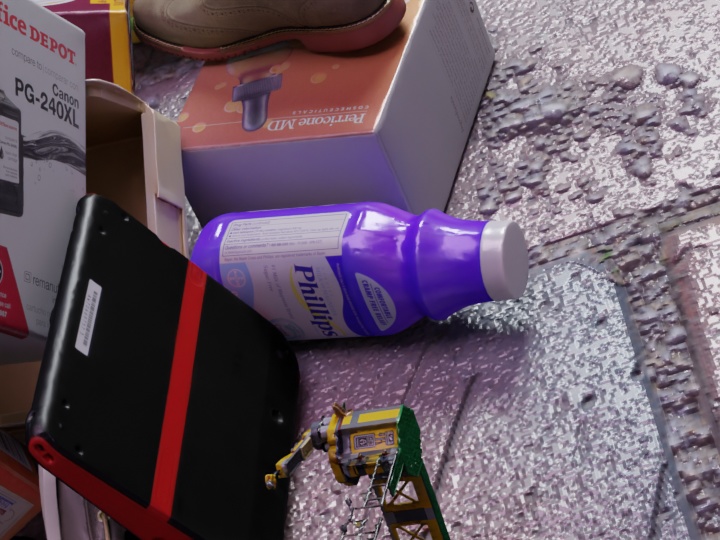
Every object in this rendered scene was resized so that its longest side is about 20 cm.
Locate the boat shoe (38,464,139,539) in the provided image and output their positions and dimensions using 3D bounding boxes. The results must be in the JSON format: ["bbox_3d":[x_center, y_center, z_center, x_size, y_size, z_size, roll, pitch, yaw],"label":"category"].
[{"bbox_3d":[-0.140,0.149,1.149,0.060,0.072,0.202,-7,68,-3],"label":"boat shoe"}]

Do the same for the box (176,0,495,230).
[{"bbox_3d":[-0.016,-0.111,1.380,0.152,0.106,0.200,-4,44,24],"label":"box"}]

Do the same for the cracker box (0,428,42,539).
[{"bbox_3d":[-0.293,0.148,1.176,0.200,0.134,0.058,-42,41,5],"label":"cracker box"}]

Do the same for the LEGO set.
[{"bbox_3d":[-0.028,0.166,1.049,0.116,0.154,0.200,-9,38,18],"label":"LEGO set"}]

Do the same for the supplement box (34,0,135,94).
[{"bbox_3d":[-0.249,-0.135,1.379,0.200,0.086,0.110,-3,18,-5],"label":"supplement box"}]

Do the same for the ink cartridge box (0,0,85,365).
[{"bbox_3d":[-0.220,-0.057,1.172,0.083,0.145,0.200,-7,77,21],"label":"ink cartridge box"}]

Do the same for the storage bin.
[{"bbox_3d":[-0.209,0.006,1.284,0.198,0.094,0.200,-11,74,21],"label":"storage bin"}]

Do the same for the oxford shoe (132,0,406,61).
[{"bbox_3d":[-0.069,-0.183,1.343,0.200,0.075,0.070,-2,47,30],"label":"oxford shoe"}]

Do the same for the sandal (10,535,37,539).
[{"bbox_3d":[-0.225,0.222,1.165,0.075,0.048,0.201,-10,41,17],"label":"sandal"}]

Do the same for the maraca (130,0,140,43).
[{"bbox_3d":[-0.138,-0.237,1.581,0.200,0.107,0.137,-20,48,6],"label":"maraca"}]

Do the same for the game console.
[{"bbox_3d":[-0.106,0.071,1.176,0.031,0.177,0.200,-35,32,30],"label":"game console"}]

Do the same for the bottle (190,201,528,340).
[{"bbox_3d":[0.000,0.000,1.268,0.200,0.084,0.065,-3,44,23],"label":"bottle"}]
